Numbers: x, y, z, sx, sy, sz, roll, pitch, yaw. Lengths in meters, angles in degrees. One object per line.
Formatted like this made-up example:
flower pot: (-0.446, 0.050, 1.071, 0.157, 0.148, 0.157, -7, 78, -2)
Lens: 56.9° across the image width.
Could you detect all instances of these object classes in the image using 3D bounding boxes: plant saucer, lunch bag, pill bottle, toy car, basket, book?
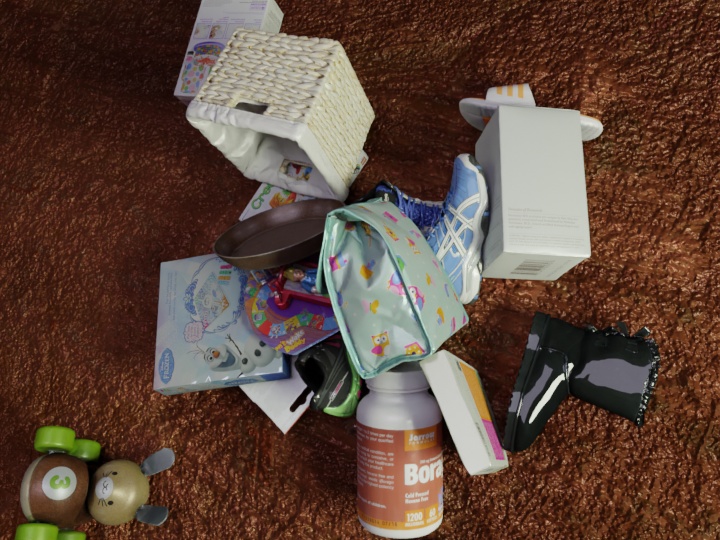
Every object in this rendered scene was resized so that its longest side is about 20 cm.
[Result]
plant saucer: (-0.112, -0.050, 0.949, 0.197, 0.201, 0.035, -8, 114, 17)
lunch bag: (0.031, 0.009, 0.818, 0.121, 0.170, 0.202, -25, 89, 25)
pill bottle: (0.049, 0.221, 0.846, 0.110, 0.112, 0.203, 0, 94, 19)
toy car: (-0.376, 0.325, 0.984, 0.197, 0.158, 0.167, -4, 62, 6)
basket: (-0.107, -0.227, 0.975, 0.196, 0.200, 0.163, 17, 77, 23)
book: (0.134, 0.179, 0.809, 0.048, 0.200, 0.135, -26, 67, 9)

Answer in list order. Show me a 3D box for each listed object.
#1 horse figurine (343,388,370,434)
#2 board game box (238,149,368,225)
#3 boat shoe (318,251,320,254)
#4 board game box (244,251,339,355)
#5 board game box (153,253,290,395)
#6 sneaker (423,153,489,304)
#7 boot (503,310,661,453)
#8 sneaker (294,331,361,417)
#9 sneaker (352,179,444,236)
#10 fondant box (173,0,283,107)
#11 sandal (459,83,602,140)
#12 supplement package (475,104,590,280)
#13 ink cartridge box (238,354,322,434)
horse figurine: (0.042, 0.140, 0.936, 0.131, 0.050, 0.203, 9, 75, 27)
board game box: (-0.092, -0.131, 1.067, 0.125, 0.035, 0.201, 32, 86, 25)
boat shoe: (0.000, 0.000, 0.985, 0.198, 0.066, 0.072, 26, 50, 22)
board game box: (-0.073, 0.018, 0.921, 0.198, 0.039, 0.159, -28, 58, -2)
board game box: (-0.204, 0.070, 0.984, 0.196, 0.043, 0.203, -8, 66, 10)
sneaker: (0.125, -0.054, 0.886, 0.076, 0.076, 0.203, 3, 98, -4)
boot: (0.279, 0.154, 0.840, 0.160, 0.073, 0.201, 15, 79, 19)
sneaker: (-0.051, 0.110, 0.922, 0.082, 0.077, 0.201, 4, 39, -17)
sneaker: (0.069, -0.073, 0.951, 0.196, 0.115, 0.082, 5, 77, 19)
fondant box: (-0.232, -0.384, 1.178, 0.142, 0.058, 0.203, 9, 77, 21)
sandal: (0.247, -0.233, 0.962, 0.204, 0.079, 0.060, 12, 77, 13)
supplement package: (0.224, -0.101, 0.887, 0.115, 0.117, 0.203, 3, 74, -5)
ink cartridge box: (-0.135, 0.138, 0.997, 0.200, 0.050, 0.109, 41, 88, 24)
